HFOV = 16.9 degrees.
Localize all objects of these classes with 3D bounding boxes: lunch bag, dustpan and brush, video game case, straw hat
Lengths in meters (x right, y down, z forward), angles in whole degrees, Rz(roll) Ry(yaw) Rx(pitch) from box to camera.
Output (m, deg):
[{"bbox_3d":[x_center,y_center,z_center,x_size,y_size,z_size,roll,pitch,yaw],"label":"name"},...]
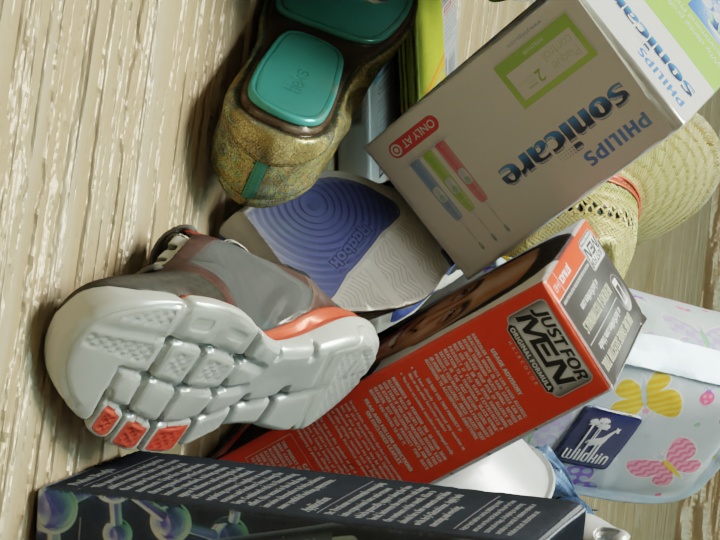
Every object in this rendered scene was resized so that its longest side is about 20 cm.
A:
[{"bbox_3d":[0.106,0.060,1.334,0.200,0.169,0.127,-17,-118,63],"label":"lunch bag"},{"bbox_3d":[0.054,0.114,1.129,0.140,0.200,0.057,-37,99,-29],"label":"dustpan and brush"},{"bbox_3d":[0.022,-0.160,1.366,0.200,0.024,0.182,-57,149,-60],"label":"video game case"},{"bbox_3d":[0.123,-0.020,1.440,0.201,0.201,0.085,73,14,-57],"label":"straw hat"}]

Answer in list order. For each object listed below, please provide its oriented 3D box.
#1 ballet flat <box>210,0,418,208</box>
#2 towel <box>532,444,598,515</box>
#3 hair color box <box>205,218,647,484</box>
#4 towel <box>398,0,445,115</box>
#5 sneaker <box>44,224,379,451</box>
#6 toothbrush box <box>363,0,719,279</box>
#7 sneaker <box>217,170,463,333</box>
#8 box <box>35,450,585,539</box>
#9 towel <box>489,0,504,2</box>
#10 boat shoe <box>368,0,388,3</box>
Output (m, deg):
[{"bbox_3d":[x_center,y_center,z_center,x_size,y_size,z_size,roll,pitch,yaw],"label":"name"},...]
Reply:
[{"bbox_3d":[-0.025,-0.092,1.146,0.200,0.071,0.071,-64,155,-56],"label":"ballet flat"},{"bbox_3d":[0.073,0.156,1.271,0.112,0.049,0.200,-41,165,-5],"label":"towel"},{"bbox_3d":[0.027,0.059,1.118,0.061,0.200,0.102,58,22,-7],"label":"hair color box"},{"bbox_3d":[0.032,-0.132,1.341,0.086,0.018,0.200,-67,157,-63],"label":"towel"},{"bbox_3d":[-0.074,0.021,1.000,0.077,0.082,0.200,-47,154,16],"label":"sneaker"},{"bbox_3d":[0.115,-0.100,1.172,0.086,0.146,0.200,51,38,-4],"label":"toothbrush box"},{"bbox_3d":[0.000,0.000,1.197,0.199,0.081,0.115,-22,164,-47],"label":"sneaker"},{"bbox_3d":[-0.022,0.160,0.955,0.107,0.200,0.149,-12,106,-74],"label":"box"},{"bbox_3d":[0.160,-0.203,1.182,0.200,0.031,0.149,-40,-179,-37],"label":"towel"},{"bbox_3d":[-0.032,-0.204,1.067,0.075,0.062,0.200,-63,142,-43],"label":"boat shoe"}]
